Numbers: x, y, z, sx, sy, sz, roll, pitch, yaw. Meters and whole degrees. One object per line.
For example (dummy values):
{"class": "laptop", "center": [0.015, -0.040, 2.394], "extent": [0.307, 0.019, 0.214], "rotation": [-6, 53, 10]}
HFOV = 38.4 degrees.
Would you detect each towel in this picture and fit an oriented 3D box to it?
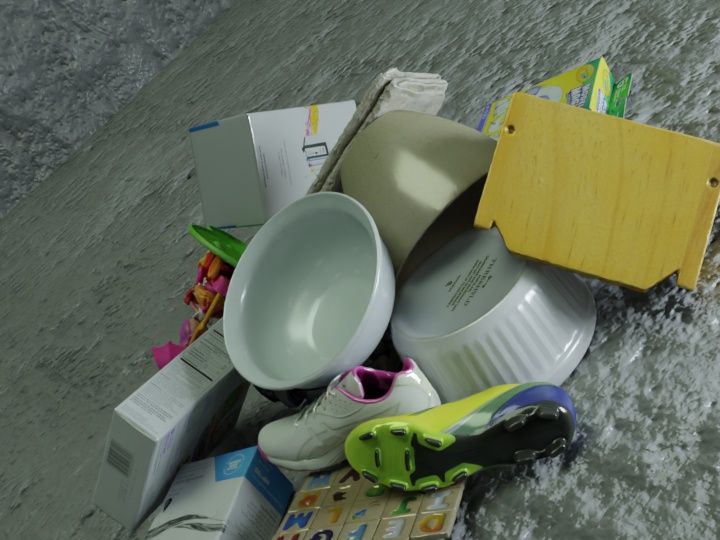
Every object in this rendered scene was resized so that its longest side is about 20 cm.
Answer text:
{"class": "towel", "center": [0.013, -0.138, 1.160], "extent": [0.132, 0.034, 0.201], "rotation": [-11, -40, -57]}

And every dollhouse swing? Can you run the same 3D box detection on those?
{"class": "dollhouse swing", "center": [0.228, -0.068, 0.977], "extent": [0.196, 0.176, 0.185], "rotation": [16, 81, 14]}

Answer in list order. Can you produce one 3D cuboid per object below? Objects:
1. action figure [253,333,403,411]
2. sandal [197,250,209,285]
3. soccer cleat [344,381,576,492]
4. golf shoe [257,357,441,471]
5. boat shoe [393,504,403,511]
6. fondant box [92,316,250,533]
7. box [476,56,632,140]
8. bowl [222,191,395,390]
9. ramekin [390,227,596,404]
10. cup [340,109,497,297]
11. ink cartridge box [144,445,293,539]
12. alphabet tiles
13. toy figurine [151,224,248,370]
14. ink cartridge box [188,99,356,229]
{"class": "action figure", "center": [-0.026, 0.120, 1.076], "extent": [0.198, 0.070, 0.130], "rotation": [1, 41, 49]}
{"class": "sandal", "center": [-0.173, 0.032, 1.435], "extent": [0.083, 0.050, 0.203], "rotation": [-47, 39, 4]}
{"class": "soccer cleat", "center": [0.085, 0.138, 0.876], "extent": [0.196, 0.066, 0.084], "rotation": [-12, 15, 11]}
{"class": "golf shoe", "center": [-0.015, 0.129, 0.955], "extent": [0.196, 0.093, 0.076], "rotation": [-13, 25, 23]}
{"class": "boat shoe", "center": [-0.031, 0.262, 0.851], "extent": [0.199, 0.065, 0.072], "rotation": [-42, 26, -9]}
{"class": "fondant box", "center": [-0.189, 0.157, 1.090], "extent": [0.200, 0.058, 0.146], "rotation": [-42, -21, -52]}
{"class": "box", "center": [0.233, -0.188, 1.264], "extent": [0.197, 0.049, 0.118], "rotation": [-17, 33, 34]}
{"class": "bowl", "center": [-0.035, 0.033, 1.016], "extent": [0.198, 0.090, 0.205], "rotation": [-21, 55, 32]}
{"class": "ramekin", "center": [0.116, 0.042, 0.985], "extent": [0.200, 0.095, 0.204], "rotation": [-30, 26, 17]}
{"class": "cup", "center": [0.060, -0.084, 1.094], "extent": [0.200, 0.201, 0.143], "rotation": [-42, 70, -9]}
{"class": "ink cartridge box", "center": [-0.153, 0.274, 0.987], "extent": [0.114, 0.067, 0.202], "rotation": [-19, 31, 33]}
{"class": "alphabet tiles", "center": [0.010, 0.198, 0.883], "extent": [0.163, 0.006, 0.200], "rotation": [-12, 17, 20]}
{"class": "toy figurine", "center": [-0.200, 0.053, 1.327], "extent": [0.186, 0.148, 0.200], "rotation": [-59, 20, 5]}
{"class": "ink cartridge box", "center": [-0.109, -0.147, 1.437], "extent": [0.198, 0.148, 0.146], "rotation": [-15, 8, -42]}
